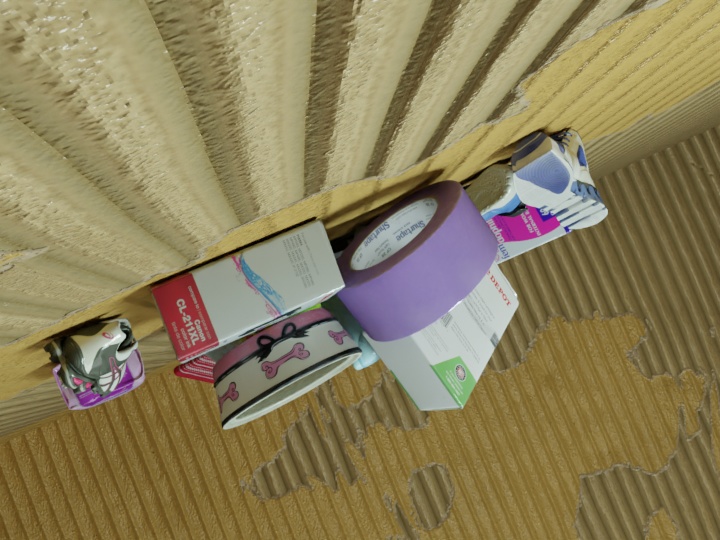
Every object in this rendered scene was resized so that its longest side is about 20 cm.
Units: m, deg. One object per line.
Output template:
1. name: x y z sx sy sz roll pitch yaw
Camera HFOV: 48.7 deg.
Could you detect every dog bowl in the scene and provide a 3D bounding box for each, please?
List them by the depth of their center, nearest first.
1. dog bowl: -0.099 0.119 0.998 0.197 0.075 0.200 -27 169 -6

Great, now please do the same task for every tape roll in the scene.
1. tape roll: 0.063 -0.013 0.966 0.198 0.085 0.201 -34 -161 13

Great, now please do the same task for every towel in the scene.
1. towel: -0.199 0.148 1.304 0.143 0.023 0.199 18 145 -38

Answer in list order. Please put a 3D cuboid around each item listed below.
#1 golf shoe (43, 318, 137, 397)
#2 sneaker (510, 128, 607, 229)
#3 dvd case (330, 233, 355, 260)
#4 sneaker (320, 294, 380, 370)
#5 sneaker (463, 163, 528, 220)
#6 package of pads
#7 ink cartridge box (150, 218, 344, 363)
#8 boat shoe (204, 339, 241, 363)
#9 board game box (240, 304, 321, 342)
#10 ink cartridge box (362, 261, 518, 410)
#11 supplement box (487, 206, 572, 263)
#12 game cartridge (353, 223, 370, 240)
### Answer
1. golf shoe: -0.302 0.101 0.958 0.087 0.078 0.200 -30 178 -6
2. sneaker: 0.255 -0.141 1.064 0.080 0.117 0.198 -26 146 28
3. dvd case: 0.000 0.000 1.269 0.148 0.025 0.201 -20 154 -24
4. sneaker: -0.034 0.059 1.112 0.082 0.200 0.074 -39 137 -4
5. sneaker: 0.179 -0.097 1.200 0.110 0.078 0.199 -7 159 -45
6. package of pads: -0.390 0.157 1.205 0.119 0.077 0.200 -26 178 -18
7. ink cartridge box: -0.128 0.027 0.905 0.197 0.084 0.146 -23 177 -13
8. boat shoe: -0.178 0.104 1.139 0.067 0.198 0.074 -40 162 -50
9. board game box: -0.118 0.047 1.150 0.047 0.103 0.199 -24 177 22
10. ink cartridge box: 0.113 0.062 1.063 0.084 0.147 0.201 -15 -151 46
11. supplement box: 0.234 -0.087 1.299 0.198 0.102 0.104 -25 -157 27
12. game cartridge: 0.056 -0.008 1.193 0.130 0.041 0.201 -16 144 -2
